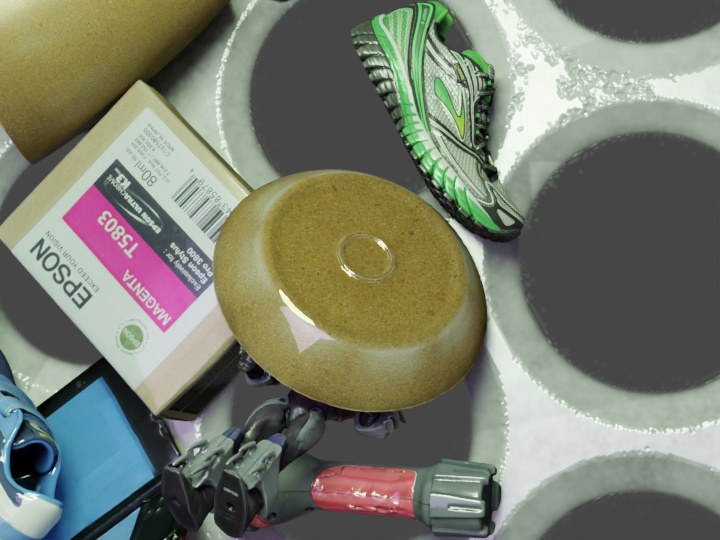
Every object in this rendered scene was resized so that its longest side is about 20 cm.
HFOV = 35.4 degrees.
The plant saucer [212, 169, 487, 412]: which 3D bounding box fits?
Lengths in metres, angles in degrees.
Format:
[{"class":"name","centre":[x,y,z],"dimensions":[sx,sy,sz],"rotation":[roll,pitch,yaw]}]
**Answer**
[{"class":"plant saucer","centre":[0.000,0.000,0.771],"dimensions":[0.199,0.036,0.201],"rotation":[10,52,-14]}]

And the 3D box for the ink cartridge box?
[{"class":"ink cartridge box","centre":[-0.148,-0.014,0.849],"dimensions":[0.165,0.075,0.200],"rotation":[-46,75,1]}]

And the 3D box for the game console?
[{"class":"game console","centre":[-0.229,0.180,0.817],"dimensions":[0.200,0.172,0.119],"rotation":[-37,101,5]}]

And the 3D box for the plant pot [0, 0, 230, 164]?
[{"class":"plant pot","centre":[-0.204,-0.209,0.854],"dimensions":[0.199,0.187,0.187],"rotation":[-28,75,-6]}]

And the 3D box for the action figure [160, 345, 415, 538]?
[{"class":"action figure","centre":[-0.043,0.099,0.765],"dimensions":[0.129,0.200,0.070],"rotation":[11,124,31]}]

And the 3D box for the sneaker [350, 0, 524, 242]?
[{"class":"sneaker","centre":[0.068,-0.111,0.813],"dimensions":[0.085,0.078,0.201],"rotation":[-28,75,7]}]

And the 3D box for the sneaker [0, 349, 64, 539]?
[{"class":"sneaker","centre":[-0.259,0.121,0.823],"dimensions":[0.082,0.074,0.201],"rotation":[-34,51,13]}]

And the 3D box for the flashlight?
[{"class":"flashlight","centre":[-0.007,0.155,0.788],"dimensions":[0.198,0.068,0.068],"rotation":[2,47,18]}]
